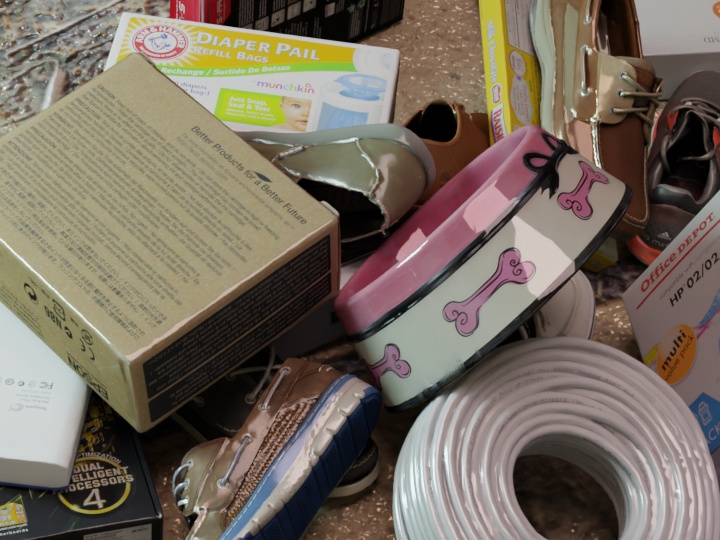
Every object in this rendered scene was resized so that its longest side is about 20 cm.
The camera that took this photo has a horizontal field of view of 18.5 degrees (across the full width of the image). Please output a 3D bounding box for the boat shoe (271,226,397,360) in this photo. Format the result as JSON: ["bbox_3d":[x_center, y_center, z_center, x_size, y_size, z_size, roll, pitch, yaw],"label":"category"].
[{"bbox_3d":[0.000,0.000,1.463,0.199,0.070,0.066,-22,52,-16],"label":"boat shoe"}]

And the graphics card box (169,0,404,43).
[{"bbox_3d":[-0.050,-0.208,1.621,0.199,0.126,0.051,-28,53,-29],"label":"graphics card box"}]

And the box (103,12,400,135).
[{"bbox_3d":[-0.079,-0.093,1.517,0.198,0.102,0.113,8,44,1],"label":"box"}]

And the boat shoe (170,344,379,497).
[{"bbox_3d":[-0.074,0.074,1.376,0.199,0.068,0.072,31,48,22],"label":"boat shoe"}]

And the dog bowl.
[{"bbox_3d":[0.067,-0.008,1.339,0.074,0.200,0.200,48,51,-5],"label":"dog bowl"}]

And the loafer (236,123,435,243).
[{"bbox_3d":[-0.051,-0.046,1.418,0.199,0.075,0.070,-11,34,30],"label":"loafer"}]

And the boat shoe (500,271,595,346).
[{"bbox_3d":[0.098,0.050,1.414,0.071,0.070,0.200,25,48,18],"label":"boat shoe"}]

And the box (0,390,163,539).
[{"bbox_3d":[-0.231,0.120,1.323,0.199,0.049,0.162,-8,42,-15],"label":"box"}]

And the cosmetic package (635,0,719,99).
[{"bbox_3d":[0.198,-0.195,1.689,0.198,0.052,0.151,-4,48,-10],"label":"cosmetic package"}]

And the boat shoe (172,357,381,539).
[{"bbox_3d":[-0.070,0.135,1.298,0.072,0.072,0.200,27,60,24],"label":"boat shoe"}]

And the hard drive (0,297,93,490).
[{"bbox_3d":[-0.224,0.046,1.350,0.131,0.025,0.201,6,42,1],"label":"hard drive"}]

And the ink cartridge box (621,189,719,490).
[{"bbox_3d":[0.236,0.031,1.406,0.068,0.115,0.201,20,37,-29],"label":"ink cartridge box"}]

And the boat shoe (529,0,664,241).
[{"bbox_3d":[0.167,-0.119,1.506,0.075,0.072,0.201,14,57,-45],"label":"boat shoe"}]

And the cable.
[{"bbox_3d":[0.119,0.137,1.292,0.199,0.069,0.201,-25,74,-30],"label":"cable"}]

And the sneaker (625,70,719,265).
[{"bbox_3d":[0.241,-0.088,1.561,0.077,0.082,0.201,14,45,8],"label":"sneaker"}]

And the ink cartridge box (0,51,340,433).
[{"bbox_3d":[-0.134,-0.021,1.343,0.164,0.075,0.200,-34,56,-25],"label":"ink cartridge box"}]

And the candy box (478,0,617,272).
[{"bbox_3d":[0.129,-0.104,1.536,0.102,0.026,0.201,25,50,-38],"label":"candy box"}]

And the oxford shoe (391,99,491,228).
[{"bbox_3d":[0.065,-0.086,1.512,0.071,0.072,0.200,2,16,15],"label":"oxford shoe"}]
